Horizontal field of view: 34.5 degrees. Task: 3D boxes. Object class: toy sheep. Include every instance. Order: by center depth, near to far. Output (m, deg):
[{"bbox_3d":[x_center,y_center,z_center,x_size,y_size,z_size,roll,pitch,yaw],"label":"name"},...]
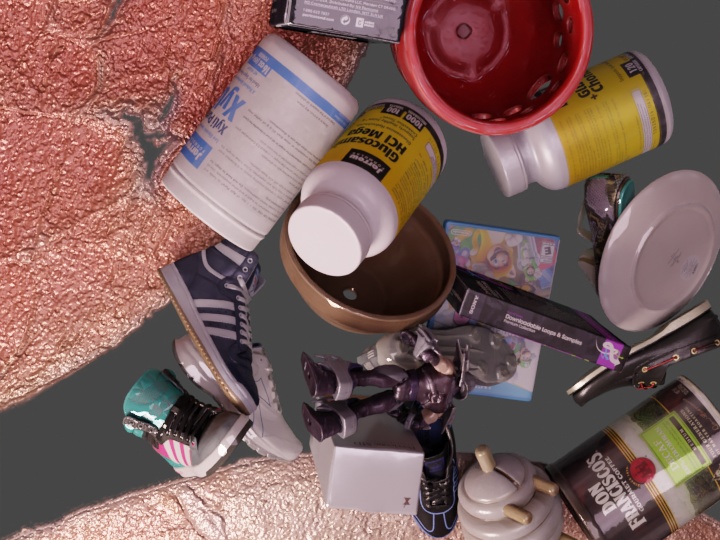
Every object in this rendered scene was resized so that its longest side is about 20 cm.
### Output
[{"bbox_3d":[0.177,0.282,1.363,0.136,0.138,0.202,-21,116,-3],"label":"toy sheep"}]

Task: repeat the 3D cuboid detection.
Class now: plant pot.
[{"bbox_3d":[0.128,-0.251,1.231,0.197,0.183,0.204,-1,100,-7],"label":"plant pot"},{"bbox_3d":[0.000,0.000,1.287,0.198,0.203,0.093,14,138,-10],"label":"plant pot"}]

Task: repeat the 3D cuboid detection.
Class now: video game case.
[{"bbox_3d":[0.152,0.049,1.376,0.141,0.018,0.203,7,100,-9],"label":"video game case"}]

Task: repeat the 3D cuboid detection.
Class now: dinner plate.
[{"bbox_3d":[0.356,-0.017,1.340,0.198,0.024,0.203,-18,123,-28],"label":"dinner plate"}]

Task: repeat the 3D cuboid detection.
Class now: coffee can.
[{"bbox_3d":[0.339,0.240,1.372,0.199,0.146,0.147,-34,103,-1],"label":"coffee can"}]

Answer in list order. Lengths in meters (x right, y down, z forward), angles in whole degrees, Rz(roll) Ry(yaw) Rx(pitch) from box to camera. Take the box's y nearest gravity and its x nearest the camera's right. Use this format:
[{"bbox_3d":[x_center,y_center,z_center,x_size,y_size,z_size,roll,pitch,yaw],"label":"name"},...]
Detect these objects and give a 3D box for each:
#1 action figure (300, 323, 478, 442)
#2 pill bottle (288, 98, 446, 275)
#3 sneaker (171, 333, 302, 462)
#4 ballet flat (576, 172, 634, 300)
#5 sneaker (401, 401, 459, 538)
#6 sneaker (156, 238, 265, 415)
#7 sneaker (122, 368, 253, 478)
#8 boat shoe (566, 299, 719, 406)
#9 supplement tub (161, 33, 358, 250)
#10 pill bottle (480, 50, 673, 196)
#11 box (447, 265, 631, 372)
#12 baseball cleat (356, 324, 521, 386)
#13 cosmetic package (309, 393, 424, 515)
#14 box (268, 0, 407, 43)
[{"bbox_3d":[0.038,0.121,1.217,0.197,0.069,0.132,-4,116,-22],"label":"action figure"},{"bbox_3d":[0.006,-0.087,1.223,0.111,0.201,0.114,17,133,19],"label":"pill bottle"},{"bbox_3d":[-0.128,0.137,1.331,0.087,0.074,0.201,-40,104,-4],"label":"sneaker"},{"bbox_3d":[0.287,-0.028,1.352,0.071,0.072,0.203,-14,124,-5],"label":"ballet flat"},{"bbox_3d":[0.082,0.237,1.366,0.069,0.078,0.203,-12,109,-2],"label":"sneaker"},{"bbox_3d":[-0.135,0.053,1.275,0.108,0.070,0.201,-29,67,-11],"label":"sneaker"},{"bbox_3d":[-0.197,0.160,1.271,0.121,0.200,0.084,43,61,-10],"label":"sneaker"},{"bbox_3d":[0.340,0.110,1.376,0.200,0.074,0.064,-29,84,2],"label":"boat shoe"},{"bbox_3d":[-0.107,-0.138,1.249,0.131,0.132,0.201,37,93,-12],"label":"supplement tub"},{"bbox_3d":[0.240,-0.159,1.300,0.198,0.112,0.113,-23,103,-3],"label":"pill bottle"},{"bbox_3d":[0.189,0.050,1.299,0.197,0.143,0.037,21,99,-10],"label":"box"},{"bbox_3d":[0.086,0.100,1.338,0.198,0.106,0.071,13,67,-35],"label":"baseball cleat"},{"bbox_3d":[0.003,0.198,1.291,0.100,0.200,0.072,6,100,-9],"label":"cosmetic package"},{"bbox_3d":[-0.015,-0.340,1.187,0.122,0.200,0.200,7,100,-10],"label":"box"}]
